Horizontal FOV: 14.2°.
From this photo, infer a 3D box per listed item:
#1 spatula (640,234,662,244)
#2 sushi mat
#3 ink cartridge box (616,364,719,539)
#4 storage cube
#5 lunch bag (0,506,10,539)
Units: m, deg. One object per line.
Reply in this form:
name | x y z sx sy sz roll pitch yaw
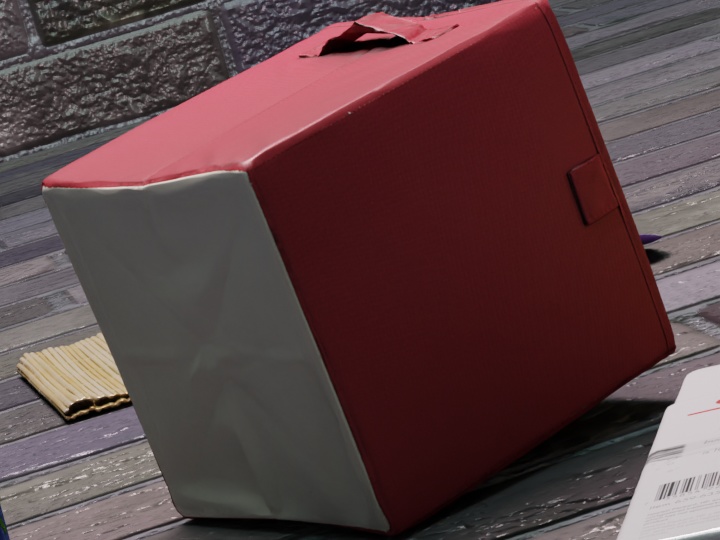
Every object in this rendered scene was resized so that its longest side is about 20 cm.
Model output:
spatula | 0.073 0.007 1.605 0.200 0.021 0.057 -20 -2 -11
sushi mat | -0.145 0.056 1.705 0.096 0.012 0.200 -17 10 -13
ink cartridge box | 0.156 0.079 0.943 0.116 0.067 0.200 -13 11 16
storage cube | 0.000 0.000 1.276 0.180 0.200 0.171 -30 17 -33
lunch bag | -0.196 0.095 1.127 0.082 0.161 0.200 -20 10 -21
